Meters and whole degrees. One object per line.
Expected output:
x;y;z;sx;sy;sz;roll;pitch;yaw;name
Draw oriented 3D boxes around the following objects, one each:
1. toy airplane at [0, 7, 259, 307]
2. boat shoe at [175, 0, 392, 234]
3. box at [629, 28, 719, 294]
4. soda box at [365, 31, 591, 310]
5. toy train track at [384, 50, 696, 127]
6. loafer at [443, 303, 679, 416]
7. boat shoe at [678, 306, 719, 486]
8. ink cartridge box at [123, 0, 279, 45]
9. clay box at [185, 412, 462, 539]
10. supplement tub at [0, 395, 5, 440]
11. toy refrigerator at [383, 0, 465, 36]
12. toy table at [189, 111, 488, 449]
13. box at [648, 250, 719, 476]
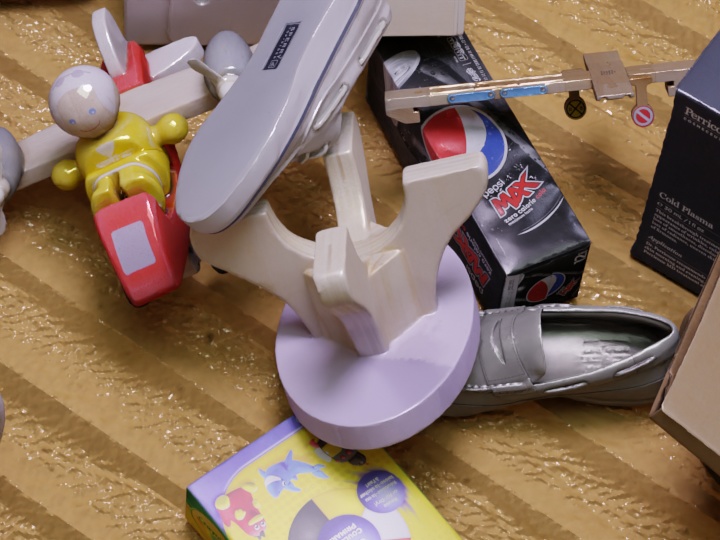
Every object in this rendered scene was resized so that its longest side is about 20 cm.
-0.152;-0.092;1.744;0.199;0.141;0.201;23;73;34;toy airplane
-0.042;-0.098;1.671;0.072;0.066;0.201;-1;55;45;boat shoe
0.289;-0.045;1.729;0.199;0.182;0.104;31;61;14;box
0.073;-0.067;1.790;0.063;0.071;0.201;-21;62;-16;soda box
0.115;-0.106;1.749;0.199;0.033;0.115;-5;17;2;toy train track
0.100;0.049;1.720;0.199;0.070;0.070;-3;59;-6;loafer
0.255;0.109;1.700;0.065;0.072;0.201;-12;62;-22;boat shoe
-0.091;-0.271;1.859;0.144;0.147;0.201;-1;58;-5;ink cartridge box
0.000;0.179;1.645;0.115;0.048;0.200;-33;65;-22;clay box
-0.324;0.065;1.632;0.200;0.145;0.145;40;63;19;supplement tub
0.022;-0.223;1.840;0.075;0.070;0.200;-1;29;-6;toy refrigerator
0.000;0.000;1.674;0.183;0.118;0.200;-19;33;0;toy table
0.274;0.093;1.661;0.200;0.021;0.164;39;45;-9;box
